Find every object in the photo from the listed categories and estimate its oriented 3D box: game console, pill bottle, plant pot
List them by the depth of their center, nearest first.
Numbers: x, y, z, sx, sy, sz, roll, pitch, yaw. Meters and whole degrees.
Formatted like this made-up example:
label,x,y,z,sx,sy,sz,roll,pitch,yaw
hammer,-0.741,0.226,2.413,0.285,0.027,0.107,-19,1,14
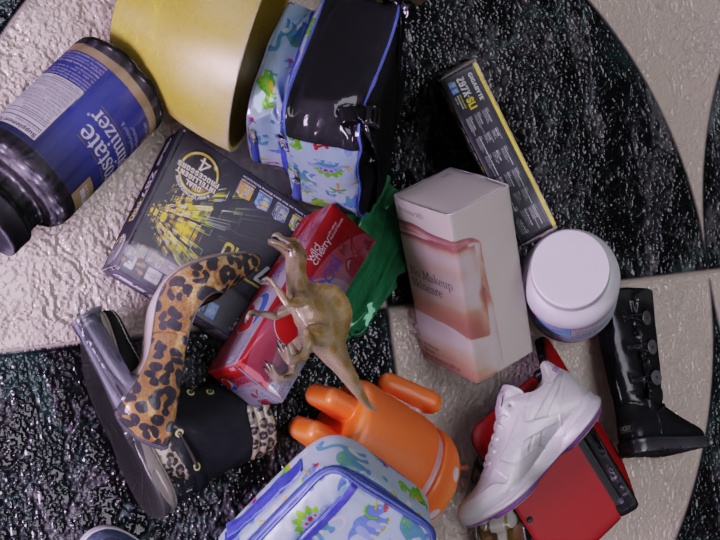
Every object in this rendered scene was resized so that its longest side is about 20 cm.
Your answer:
label,x,y,z,sx,sy,sz,roll,pitch,yaw
pill bottle,-0.286,-0.114,1.146,0.112,0.111,0.201,46,65,-16
plant pot,-0.162,-0.235,1.205,0.140,0.200,0.202,18,73,2
pill bottle,0.232,0.016,1.363,0.107,0.200,0.110,-2,79,10
game console,0.218,0.206,1.410,0.118,0.173,0.201,-30,102,11

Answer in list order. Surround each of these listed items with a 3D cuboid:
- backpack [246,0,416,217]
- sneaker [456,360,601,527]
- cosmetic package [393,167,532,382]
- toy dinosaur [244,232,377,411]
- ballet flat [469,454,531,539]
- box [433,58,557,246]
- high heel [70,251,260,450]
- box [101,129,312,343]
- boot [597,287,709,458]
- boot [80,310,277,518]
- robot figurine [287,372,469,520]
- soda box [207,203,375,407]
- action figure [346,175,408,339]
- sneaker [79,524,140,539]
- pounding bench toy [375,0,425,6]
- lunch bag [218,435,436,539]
label,x,y,z,sx,sy,sz,roll,pitch,yaw
backpack,-0.032,-0.163,1.240,0.145,0.201,0.185,12,64,9
sneaker,0.162,0.184,1.307,0.100,0.075,0.200,44,77,6
cosmetic package,0.111,0.004,1.324,0.087,0.103,0.202,-25,117,-27
toy dinosaur,-0.043,0.061,1.149,0.101,0.058,0.202,-31,98,-33
ballet flat,0.158,0.299,1.363,0.071,0.072,0.203,-3,86,-29
box,0.147,-0.135,1.368,0.049,0.160,0.202,-27,98,4
high heel,-0.153,0.071,1.147,0.199,0.071,0.144,-27,81,-27
box,-0.141,-0.022,1.252,0.199,0.049,0.163,33,70,-24
boot,0.356,0.124,1.512,0.164,0.065,0.203,9,66,-48
boot,-0.178,0.120,1.207,0.153,0.073,0.206,-21,90,-36
robot figurine,0.023,0.190,1.280,0.199,0.116,0.145,35,37,-21
soda box,-0.066,0.034,1.215,0.063,0.070,0.201,39,63,-19
action figure,0.000,0.000,1.326,0.118,0.054,0.202,35,65,-23
sneaker,-0.179,0.324,1.135,0.077,0.146,0.204,-38,101,-26
pounding bench toy,0.010,-0.352,1.335,0.156,0.124,0.201,39,67,-20
lunch bag,-0.039,0.268,1.204,0.160,0.083,0.200,39,107,-21
